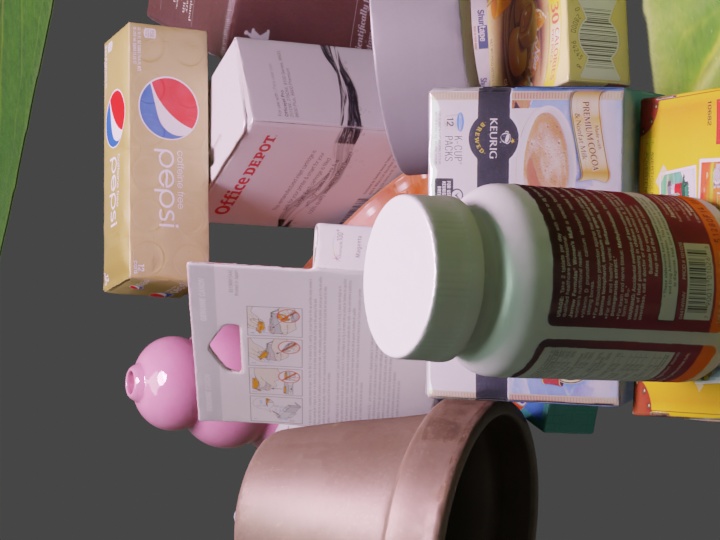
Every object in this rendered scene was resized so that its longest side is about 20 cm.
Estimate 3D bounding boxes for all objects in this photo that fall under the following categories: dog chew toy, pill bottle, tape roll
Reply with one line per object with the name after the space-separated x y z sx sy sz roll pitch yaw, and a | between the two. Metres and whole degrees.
-0.102 0.097 1.886 0.124 0.198 0.126 -178 90 -65 | dog chew toy
0.109 0.007 1.266 0.109 0.199 0.111 -177 90 -64 | pill bottle
0.057 -0.171 1.605 0.200 0.066 0.202 -3 -90 -79 | tape roll

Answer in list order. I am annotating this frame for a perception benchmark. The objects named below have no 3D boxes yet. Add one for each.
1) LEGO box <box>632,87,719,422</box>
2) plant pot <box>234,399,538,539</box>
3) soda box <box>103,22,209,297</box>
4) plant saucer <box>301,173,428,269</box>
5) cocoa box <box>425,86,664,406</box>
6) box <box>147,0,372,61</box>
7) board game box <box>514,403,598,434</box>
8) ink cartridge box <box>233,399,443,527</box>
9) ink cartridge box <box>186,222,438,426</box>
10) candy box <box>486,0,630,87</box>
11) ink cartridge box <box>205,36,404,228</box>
0.234 -0.009 1.327 0.149 0.077 0.202 178 94 -64 | LEGO box
0.011 0.177 1.541 0.173 0.200 0.202 8 96 23 | plant pot
-0.157 -0.083 1.711 0.064 0.067 0.202 156 115 -62 | soda box
0.000 0.000 1.670 0.200 0.032 0.200 -44 12 12 | plant saucer
0.123 -0.018 1.438 0.130 0.133 0.202 2 93 20 | cocoa box
-0.066 -0.269 1.887 0.200 0.163 0.167 36 119 60 | box
0.117 0.013 1.611 0.200 0.045 0.153 34 117 60 | board game box
0.004 0.163 1.720 0.201 0.143 0.085 118 146 -42 | ink cartridge box
-0.028 0.042 1.539 0.201 0.172 0.044 92 -177 -54 | ink cartridge box
0.137 -0.217 1.579 0.115 0.055 0.202 160 110 -63 | candy box
-0.028 -0.103 1.749 0.145 0.199 0.085 -52 42 50 | ink cartridge box
